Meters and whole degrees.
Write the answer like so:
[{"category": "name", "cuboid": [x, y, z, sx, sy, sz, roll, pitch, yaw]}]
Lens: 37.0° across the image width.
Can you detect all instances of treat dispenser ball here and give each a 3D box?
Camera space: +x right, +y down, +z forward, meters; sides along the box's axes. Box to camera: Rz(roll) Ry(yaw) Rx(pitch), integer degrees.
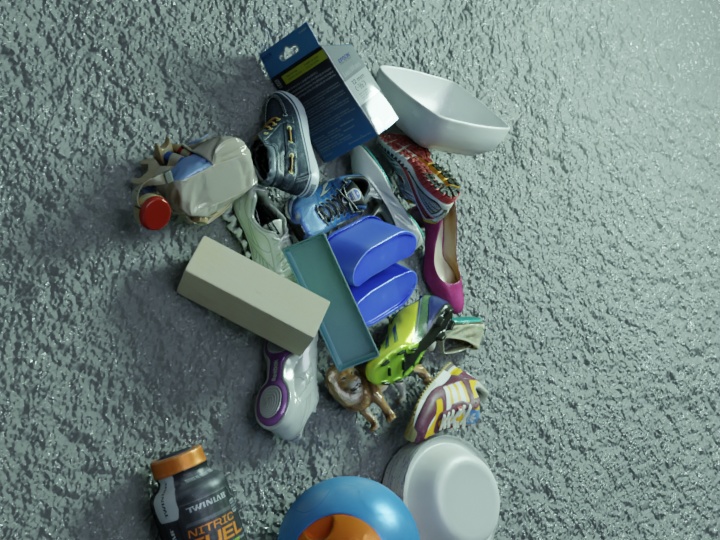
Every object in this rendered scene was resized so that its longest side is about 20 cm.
[{"category": "treat dispenser ball", "cuboid": [-0.016, 0.384, 1.469, 0.200, 0.200, 0.203, 12, 70, -35]}]

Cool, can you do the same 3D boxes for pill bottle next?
[{"category": "pill bottle", "cuboid": [-0.208, 0.331, 1.393, 0.106, 0.106, 0.202, -19, 89, -40]}]

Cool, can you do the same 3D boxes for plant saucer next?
[{"category": "plant saucer", "cuboid": [-0.041, 0.045, 1.561, 0.201, 0.069, 0.019, 65, 15, -11]}]

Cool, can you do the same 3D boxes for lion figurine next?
[{"category": "lion figurine", "cuboid": [0.026, 0.165, 1.664, 0.123, 0.072, 0.200, 55, 37, -2]}]

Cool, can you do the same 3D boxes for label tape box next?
[{"category": "label tape box", "cuboid": [-0.051, -0.284, 1.672, 0.066, 0.143, 0.201, -40, 103, -38]}]

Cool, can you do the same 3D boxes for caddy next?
[{"category": "caddy", "cuboid": [0.000, 0.000, 1.649, 0.199, 0.104, 0.143, -29, 127, -44]}]

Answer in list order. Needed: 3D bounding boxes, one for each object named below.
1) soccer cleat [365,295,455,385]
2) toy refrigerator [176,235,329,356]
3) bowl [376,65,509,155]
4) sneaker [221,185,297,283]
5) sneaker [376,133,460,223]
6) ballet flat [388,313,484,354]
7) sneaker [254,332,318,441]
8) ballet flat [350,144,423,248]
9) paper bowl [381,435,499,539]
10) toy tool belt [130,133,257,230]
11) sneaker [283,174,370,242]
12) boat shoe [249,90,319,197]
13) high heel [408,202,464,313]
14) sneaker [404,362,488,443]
[{"category": "soccer cleat", "cuboid": [0.064, 0.106, 1.640, 0.200, 0.083, 0.065, -40, 138, -36]}, {"category": "toy refrigerator", "cuboid": [-0.149, 0.035, 1.504, 0.199, 0.076, 0.070, 27, 59, -5]}, {"category": "bowl", "cuboid": [0.128, -0.261, 1.811, 0.199, 0.075, 0.200, 5, 31, -40]}, {"category": "sneaker", "cuboid": [-0.131, -0.033, 1.579, 0.075, 0.081, 0.201, -37, 102, -41]}, {"category": "sneaker", "cuboid": [0.080, -0.155, 1.752, 0.077, 0.083, 0.200, -3, 42, -35]}, {"category": "ballet flat", "cuboid": [0.128, 0.106, 1.758, 0.199, 0.067, 0.063, 5, 95, -36]}, {"category": "sneaker", "cuboid": [-0.098, 0.154, 1.571, 0.100, 0.074, 0.201, 49, 46, -46]}, {"category": "ballet flat", "cuboid": [0.029, -0.109, 1.745, 0.069, 0.069, 0.201, -44, 106, -38]}, {"category": "paper bowl", "cuboid": [0.136, 0.357, 1.664, 0.199, 0.104, 0.203, 11, 71, -35]}, {"category": "toy tool belt", "cuboid": [-0.252, -0.123, 1.503, 0.199, 0.122, 0.126, -32, 125, -31]}, {"category": "sneaker", "cuboid": [-0.045, -0.103, 1.630, 0.079, 0.089, 0.200, 61, 34, -13]}, {"category": "boat shoe", "cuboid": [-0.127, -0.200, 1.601, 0.090, 0.071, 0.201, 11, 46, -38]}, {"category": "high heel", "cuboid": [0.149, -0.030, 1.790, 0.067, 0.096, 0.202, -13, 85, -40]}, {"category": "sneaker", "cuboid": [0.140, 0.216, 1.681, 0.090, 0.075, 0.200, 28, 35, 12]}]
